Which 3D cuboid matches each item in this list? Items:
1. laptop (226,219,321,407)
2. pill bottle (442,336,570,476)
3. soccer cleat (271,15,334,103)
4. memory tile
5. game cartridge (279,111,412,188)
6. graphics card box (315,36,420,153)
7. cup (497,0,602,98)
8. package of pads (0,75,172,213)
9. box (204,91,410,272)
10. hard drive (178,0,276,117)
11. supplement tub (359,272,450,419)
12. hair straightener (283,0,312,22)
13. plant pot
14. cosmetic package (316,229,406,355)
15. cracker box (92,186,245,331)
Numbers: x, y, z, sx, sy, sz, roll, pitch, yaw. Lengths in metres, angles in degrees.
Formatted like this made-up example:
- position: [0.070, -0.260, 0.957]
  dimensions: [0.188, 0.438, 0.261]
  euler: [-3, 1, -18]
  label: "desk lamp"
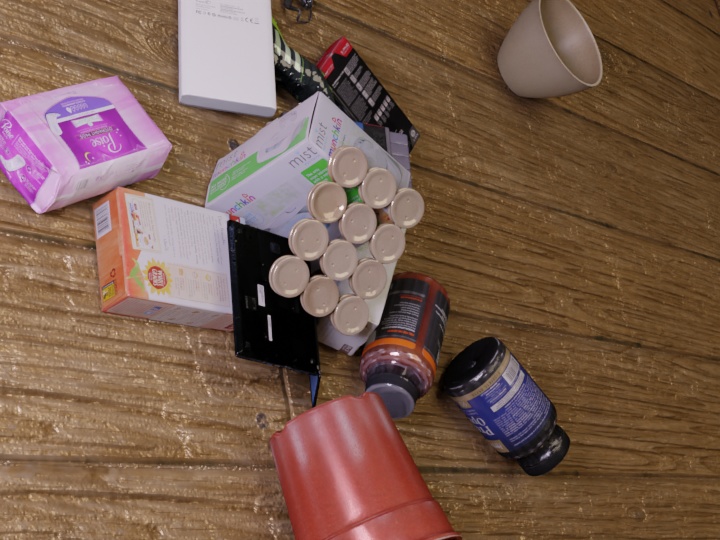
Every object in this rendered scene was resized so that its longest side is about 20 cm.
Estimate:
- position: [-0.108, 0.059, 1.517]
  dimensions: [0.198, 0.103, 0.180]
  euler: [17, 55, -40]
  label: "laptop"
- position: [0.220, 0.205, 1.811]
  dimensions: [0.200, 0.111, 0.112]
  euler: [50, 38, -17]
  label: "pill bottle"
- position: [-0.117, -0.294, 1.760]
  dimensions: [0.201, 0.067, 0.081]
  euler: [50, 47, -6]
  label: "soccer cleat"
- position: [-0.016, -0.036, 1.492]
  dimensions: [0.152, 0.017, 0.202]
  euler: [31, 85, -30]
  label: "memory tile"
- position: [-0.021, -0.156, 1.747]
  dimensions: [0.197, 0.038, 0.131]
  euler: [8, 63, -21]
  label: "game cartridge"
- position: [0.001, -0.244, 1.877]
  dimensions: [0.200, 0.051, 0.126]
  euler: [49, 38, -17]
  label: "graphics card box"
- position: [0.344, -0.409, 2.325]
  dimensions: [0.199, 0.142, 0.203]
  euler: [29, 48, -38]
  label: "cup"
- position: [-0.317, -0.145, 1.387]
  dimensions: [0.121, 0.076, 0.199]
  euler: [48, 34, 9]
  label: "package of pads"
- position: [-0.068, -0.106, 1.579]
  dimensions: [0.176, 0.199, 0.098]
  euler: [39, 42, -30]
  label: "box"
- position: [-0.183, -0.307, 1.669]
  dimensions: [0.130, 0.026, 0.203]
  euler: [6, 61, -20]
  label: "hard drive"
- position: [0.058, 0.104, 1.680]
  dimensions: [0.107, 0.106, 0.201]
  euler: [43, 40, -24]
  label: "supplement tub"
- position: [-0.080, -0.460, 1.921]
  dimensions: [0.077, 0.041, 0.202]
  euler: [34, 45, -33]
  label: "hair straightener"
- position: [-0.008, 0.263, 1.443]
  dimensions: [0.199, 0.200, 0.197]
  euler: [2, 58, -50]
  label: "plant pot"
- position: [0.000, 0.000, 1.647]
  dimensions: [0.073, 0.102, 0.202]
  euler: [25, 53, -9]
  label: "cosmetic package"
- position: [-0.218, -0.009, 1.453]
  dimensions: [0.199, 0.057, 0.136]
  euler: [13, 60, -46]
  label: "cracker box"
